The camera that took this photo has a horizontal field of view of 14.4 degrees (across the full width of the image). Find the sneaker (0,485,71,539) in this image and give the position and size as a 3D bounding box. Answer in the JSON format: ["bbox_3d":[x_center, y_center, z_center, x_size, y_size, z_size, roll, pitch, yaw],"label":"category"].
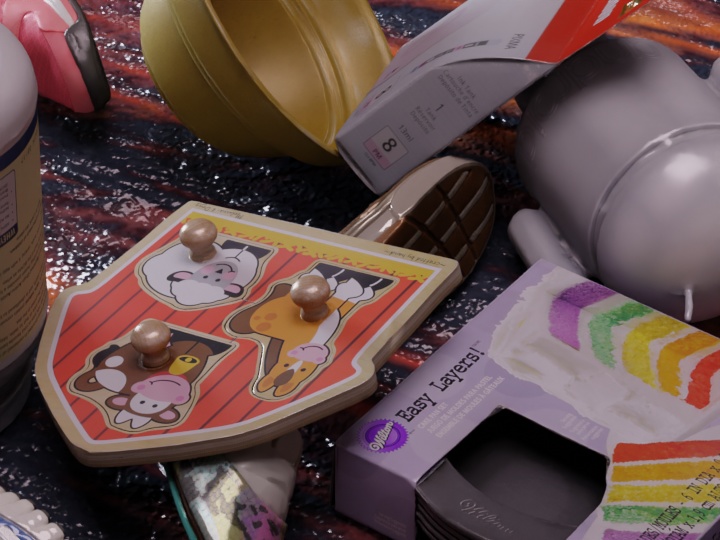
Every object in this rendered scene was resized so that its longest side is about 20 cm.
[{"bbox_3d":[-0.219,0.118,1.342,0.200,0.079,0.089,36,50,29],"label":"sneaker"}]

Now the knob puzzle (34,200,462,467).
[{"bbox_3d":[-0.076,0.028,1.406,0.218,0.031,0.220,-8,33,5],"label":"knob puzzle"}]

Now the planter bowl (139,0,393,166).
[{"bbox_3d":[-0.067,-0.128,1.627,0.083,0.200,0.201,-30,30,25],"label":"planter bowl"}]

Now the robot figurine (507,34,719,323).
[{"bbox_3d":[0.157,-0.048,1.543,0.169,0.113,0.200,-41,44,4],"label":"robot figurine"}]

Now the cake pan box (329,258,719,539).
[{"bbox_3d":[0.109,0.091,1.416,0.183,0.053,0.200,24,43,30],"label":"cake pan box"}]

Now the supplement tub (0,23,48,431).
[{"bbox_3d":[-0.229,-0.020,1.421,0.144,0.201,0.145,1,38,-1],"label":"supplement tub"}]

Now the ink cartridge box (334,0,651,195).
[{"bbox_3d":[0.089,-0.136,1.585,0.057,0.200,0.163,47,26,-7],"label":"ink cartridge box"}]

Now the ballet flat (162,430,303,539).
[{"bbox_3d":[-0.069,0.082,1.398,0.071,0.069,0.200,-34,40,2],"label":"ballet flat"}]

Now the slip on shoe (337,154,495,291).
[{"bbox_3d":[0.000,0.000,1.517,0.060,0.076,0.200,14,44,34],"label":"slip on shoe"}]

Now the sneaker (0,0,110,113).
[{"bbox_3d":[-0.220,-0.135,1.693,0.087,0.074,0.200,-33,44,-19],"label":"sneaker"}]
